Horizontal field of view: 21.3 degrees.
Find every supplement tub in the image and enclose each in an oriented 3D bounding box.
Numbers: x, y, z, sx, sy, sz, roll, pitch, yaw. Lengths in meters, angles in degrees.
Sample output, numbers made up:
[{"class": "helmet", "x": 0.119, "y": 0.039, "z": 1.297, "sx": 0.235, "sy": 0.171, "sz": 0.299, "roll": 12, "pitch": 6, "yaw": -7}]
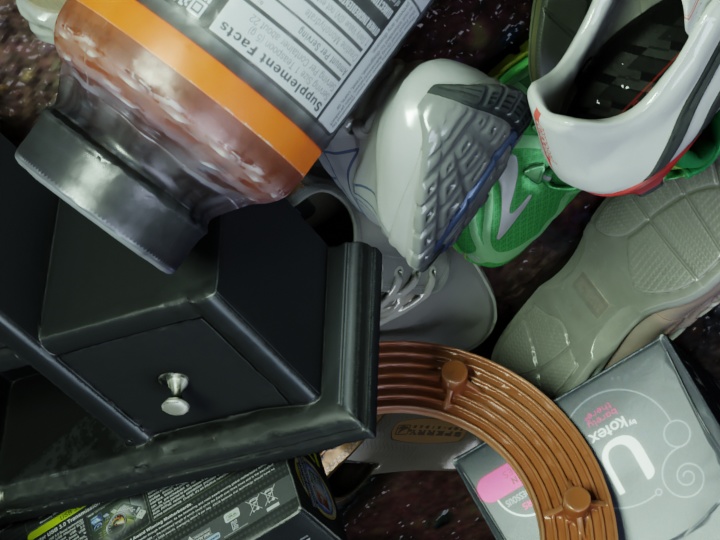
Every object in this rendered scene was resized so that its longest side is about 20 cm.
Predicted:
[{"class": "supplement tub", "x": -0.036, "y": -0.099, "z": 0.675, "sx": 0.200, "sy": 0.107, "sz": 0.107, "roll": -53, "pitch": 134, "yaw": -1}]

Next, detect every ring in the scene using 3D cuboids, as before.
[{"class": "ring", "x": 0.016, "y": 0.121, "z": 0.852, "sx": 0.199, "sy": 0.201, "sz": 0.019, "roll": -16, "pitch": 152, "yaw": -6}]

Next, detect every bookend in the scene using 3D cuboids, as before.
[{"class": "bookend", "x": -0.123, "y": 0.004, "z": 0.757, "sx": 0.199, "sy": 0.093, "sz": 0.199, "roll": -15, "pitch": 142, "yaw": 23}]

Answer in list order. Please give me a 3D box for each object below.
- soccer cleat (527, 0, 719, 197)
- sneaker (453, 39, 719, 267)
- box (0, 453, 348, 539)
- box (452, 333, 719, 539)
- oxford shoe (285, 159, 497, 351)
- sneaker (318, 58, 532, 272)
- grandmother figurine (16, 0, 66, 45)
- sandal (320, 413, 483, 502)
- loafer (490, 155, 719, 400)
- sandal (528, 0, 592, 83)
[{"class": "soccer cleat", "x": 0.135, "y": -0.113, "z": 0.696, "sx": 0.200, "sy": 0.069, "sz": 0.085, "roll": -49, "pitch": 152, "yaw": 5}, {"class": "sneaker", "x": 0.108, "y": -0.068, "z": 0.831, "sx": 0.074, "sy": 0.084, "sz": 0.200, "roll": 23, "pitch": 123, "yaw": -39}, {"class": "box", "x": -0.115, "y": 0.104, "z": 0.860, "sx": 0.199, "sy": 0.161, "sz": 0.044, "roll": -32, "pitch": 136, "yaw": 11}, {"class": "box", "x": 0.143, "y": 0.117, "z": 0.968, "sx": 0.122, "sy": 0.107, "sz": 0.200, "roll": -32, "pitch": 163, "yaw": 9}, {"class": "oxford shoe", "x": 0.000, "y": 0.000, "z": 0.878, "sx": 0.075, "sy": 0.058, "sz": 0.200, "roll": -38, "pitch": 138, "yaw": 13}, {"class": "sneaker", "x": 0.012, "y": -0.049, "z": 0.750, "sx": 0.075, "sy": 0.087, "sz": 0.200, "roll": -51, "pitch": 178, "yaw": -7}, {"class": "grandmother figurine", "x": -0.135, "y": -0.148, "z": 0.673, "sx": 0.120, "sy": 0.061, "sz": 0.200, "roll": -6, "pitch": 147, "yaw": 24}, {"class": "sandal", "x": -0.010, "y": 0.089, "z": 0.966, "sx": 0.199, "sy": 0.054, "sz": 0.081, "roll": 2, "pitch": 133, "yaw": -24}, {"class": "loafer", "x": 0.143, "y": 0.002, "z": 0.941, "sx": 0.063, "sy": 0.072, "sz": 0.200, "roll": 0, "pitch": 143, "yaw": -46}, {"class": "sandal", "x": 0.104, "y": -0.155, "z": 0.756, "sx": 0.079, "sy": 0.057, "sz": 0.202, "roll": 10, "pitch": 116, "yaw": -8}]
